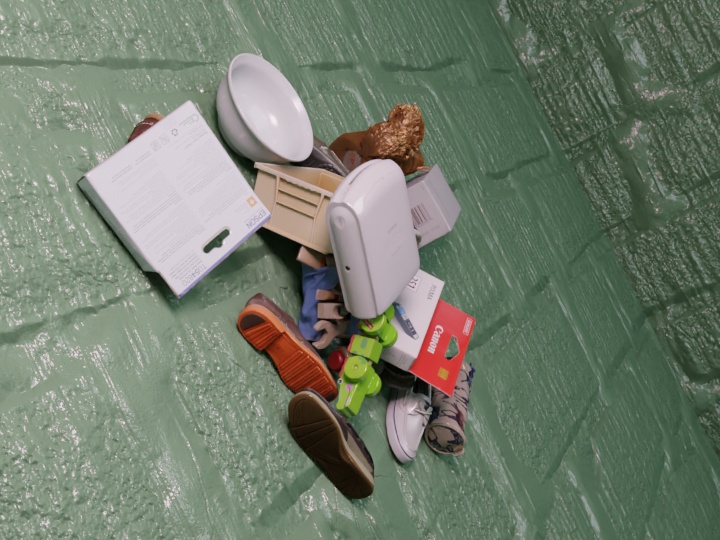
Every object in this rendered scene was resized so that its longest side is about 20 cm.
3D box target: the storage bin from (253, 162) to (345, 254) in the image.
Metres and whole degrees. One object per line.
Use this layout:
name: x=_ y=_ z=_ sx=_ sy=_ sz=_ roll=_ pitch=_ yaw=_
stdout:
storage bin: x=-0.050 y=-0.098 z=1.431 sx=0.196 sy=0.095 sz=0.199 roll=23 pitch=13 yaw=27

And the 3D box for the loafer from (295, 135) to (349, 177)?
loafer: x=-0.072 y=-0.205 z=1.611 sx=0.200 sy=0.075 sz=0.070 roll=48 pitch=36 yaw=-25

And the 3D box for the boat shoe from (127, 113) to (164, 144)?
boat shoe: x=-0.254 y=-0.133 z=1.264 sx=0.200 sy=0.070 sz=0.071 roll=43 pitch=38 yaw=-19

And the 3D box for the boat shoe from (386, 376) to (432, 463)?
boat shoe: x=0.094 y=0.239 z=1.515 sx=0.072 sy=0.065 sz=0.201 roll=48 pitch=31 yaw=-24

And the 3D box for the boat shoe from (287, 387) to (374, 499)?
boat shoe: x=-0.041 y=0.248 z=1.292 sx=0.202 sy=0.072 sz=0.065 roll=61 pitch=22 yaw=-22

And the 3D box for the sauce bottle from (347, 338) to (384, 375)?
sauce bottle: x=0.009 y=0.089 z=1.504 sx=0.065 sy=0.064 sz=0.202 roll=39 pitch=35 yaw=-35

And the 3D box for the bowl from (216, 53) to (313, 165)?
bowl: x=-0.176 y=-0.253 z=1.466 sx=0.200 sy=0.090 sz=0.203 roll=38 pitch=37 yaw=-37

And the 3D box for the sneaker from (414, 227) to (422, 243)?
sneaker: x=0.031 y=-0.089 z=1.647 sx=0.198 sy=0.076 sz=0.089 roll=8 pitch=48 yaw=-37

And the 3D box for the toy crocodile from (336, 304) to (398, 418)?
toy crocodile: x=0.006 y=0.124 z=1.319 sx=0.068 sy=0.061 sz=0.203 roll=48 pitch=58 yaw=-54

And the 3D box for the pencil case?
pencil case: x=0.167 y=0.249 z=1.614 sx=0.089 sy=0.078 sz=0.201 roll=33 pitch=35 yaw=-10

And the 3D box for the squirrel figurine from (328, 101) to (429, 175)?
squirrel figurine: x=0.064 y=-0.228 z=1.704 sx=0.185 sy=0.200 sz=0.143 roll=-10 pitch=66 yaw=-38

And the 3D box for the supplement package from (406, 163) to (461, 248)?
supplement package: x=0.123 y=-0.126 z=1.793 sx=0.118 sy=0.116 sz=0.200 roll=58 pitch=20 yaw=-8

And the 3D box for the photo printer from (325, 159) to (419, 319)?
photo printer: x=0.020 y=-0.056 z=1.300 sx=0.166 sy=0.068 sz=0.203 roll=-45 pitch=131 yaw=-49

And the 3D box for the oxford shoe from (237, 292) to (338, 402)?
oxford shoe: x=-0.098 y=0.114 z=1.307 sx=0.201 sy=0.071 sz=0.073 roll=52 pitch=25 yaw=-18

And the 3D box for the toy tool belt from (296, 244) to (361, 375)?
toy tool belt: x=-0.057 y=0.065 z=1.379 sx=0.122 sy=0.124 sz=0.204 roll=6 pitch=84 yaw=-43

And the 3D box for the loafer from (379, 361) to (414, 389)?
loafer: x=0.062 y=0.117 z=1.529 sx=0.074 sy=0.070 sz=0.202 roll=6 pitch=45 yaw=-14

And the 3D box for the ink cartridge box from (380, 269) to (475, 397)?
ink cartridge box: x=0.108 y=0.092 z=1.479 sx=0.174 sy=0.045 sz=0.201 roll=28 pitch=42 yaw=-1

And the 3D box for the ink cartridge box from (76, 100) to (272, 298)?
ink cartridge box: x=-0.247 y=-0.096 z=1.191 sx=0.200 sy=0.040 sz=0.201 roll=-44 pitch=105 yaw=-34
